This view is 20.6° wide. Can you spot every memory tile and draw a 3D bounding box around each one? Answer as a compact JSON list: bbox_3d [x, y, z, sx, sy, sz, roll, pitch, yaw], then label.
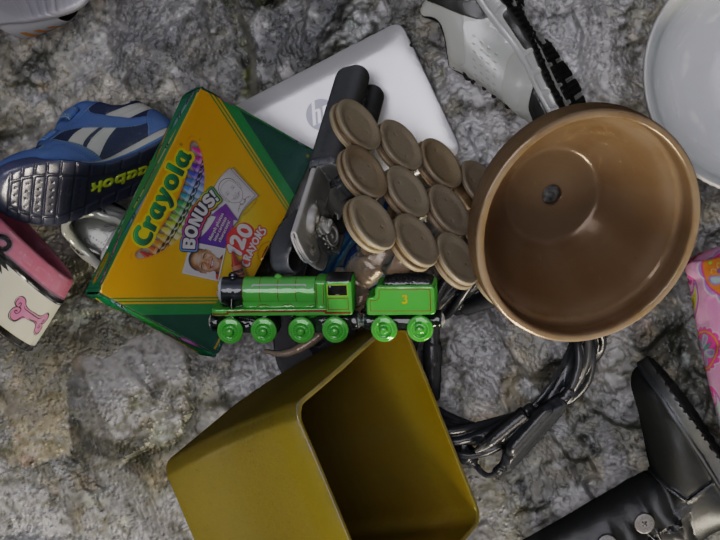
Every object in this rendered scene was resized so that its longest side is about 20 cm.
[{"bbox_3d":[0.053,-0.055,1.652,0.017,0.199,0.154,-35,48,34],"label":"memory tile"}]

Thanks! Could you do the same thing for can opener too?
[{"bbox_3d":[-0.035,-0.085,1.689,0.067,0.053,0.201,-10,49,32],"label":"can opener"}]

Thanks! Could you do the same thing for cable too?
[{"bbox_3d":[0.120,0.069,1.732,0.163,0.051,0.200,41,99,11],"label":"cable"}]

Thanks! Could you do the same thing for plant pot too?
[{"bbox_3d":[0.175,-0.051,1.648,0.199,0.093,0.202,-6,113,-15],"label":"plant pot"},{"bbox_3d":[-0.043,0.180,1.673,0.176,0.200,0.201,-15,103,32],"label":"plant pot"}]

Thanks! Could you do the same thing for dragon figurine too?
[{"bbox_3d":[0.000,0.000,1.698,0.059,0.099,0.200,36,104,-6],"label":"dragon figurine"}]

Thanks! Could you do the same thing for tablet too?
[{"bbox_3d":[-0.025,-0.120,1.764,0.199,0.014,0.131,-26,87,8],"label":"tablet"}]

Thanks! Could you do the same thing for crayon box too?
[{"bbox_3d":[-0.138,-0.042,1.704,0.118,0.058,0.201,28,80,-17],"label":"crayon box"}]

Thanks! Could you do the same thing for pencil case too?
[{"bbox_3d":[0.336,0.075,1.677,0.087,0.087,0.201,-15,90,9],"label":"pencil case"}]

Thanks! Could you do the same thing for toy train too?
[{"bbox_3d":[-0.029,0.029,1.635,0.198,0.042,0.057,0,107,7],"label":"toy train"}]

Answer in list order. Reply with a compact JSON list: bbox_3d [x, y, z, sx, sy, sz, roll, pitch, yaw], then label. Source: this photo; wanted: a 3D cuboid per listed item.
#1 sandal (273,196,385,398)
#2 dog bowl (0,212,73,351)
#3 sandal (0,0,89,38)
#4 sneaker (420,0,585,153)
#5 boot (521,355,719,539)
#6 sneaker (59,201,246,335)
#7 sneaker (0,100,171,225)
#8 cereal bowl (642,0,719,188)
[{"bbox_3d":[-0.030,0.016,1.746,0.076,0.043,0.202,15,98,5],"label":"sandal"},{"bbox_3d":[-0.334,-0.025,1.727,0.074,0.200,0.200,-44,84,-1],"label":"dog bowl"},{"bbox_3d":[-0.312,-0.247,1.791,0.205,0.059,0.080,-8,73,30],"label":"sandal"},{"bbox_3d":[0.127,-0.178,1.718,0.080,0.074,0.201,-34,82,25],"label":"sneaker"},{"bbox_3d":[0.217,0.195,1.710,0.199,0.066,0.165,-35,84,13],"label":"boot"},{"bbox_3d":[-0.179,0.002,1.758,0.199,0.080,0.077,27,94,6],"label":"sneaker"},{"bbox_3d":[-0.247,-0.099,1.729,0.082,0.199,0.074,46,134,28],"label":"sneaker"},{"bbox_3d":[0.337,-0.163,1.669,0.199,0.083,0.202,0,92,10],"label":"cereal bowl"}]
